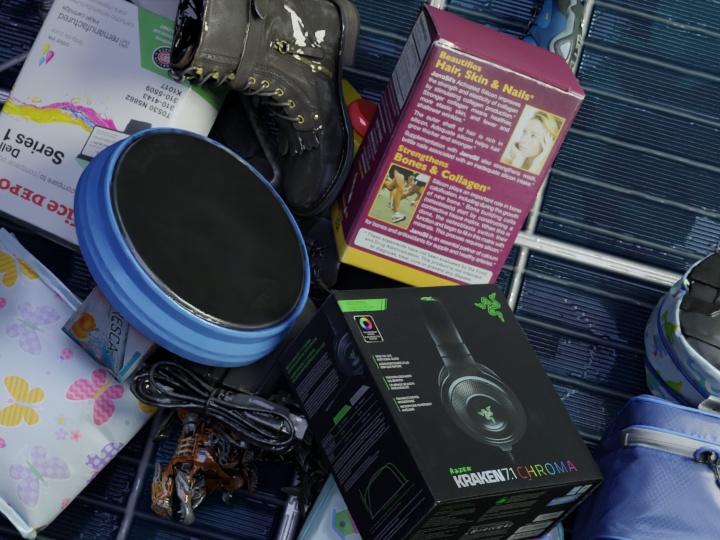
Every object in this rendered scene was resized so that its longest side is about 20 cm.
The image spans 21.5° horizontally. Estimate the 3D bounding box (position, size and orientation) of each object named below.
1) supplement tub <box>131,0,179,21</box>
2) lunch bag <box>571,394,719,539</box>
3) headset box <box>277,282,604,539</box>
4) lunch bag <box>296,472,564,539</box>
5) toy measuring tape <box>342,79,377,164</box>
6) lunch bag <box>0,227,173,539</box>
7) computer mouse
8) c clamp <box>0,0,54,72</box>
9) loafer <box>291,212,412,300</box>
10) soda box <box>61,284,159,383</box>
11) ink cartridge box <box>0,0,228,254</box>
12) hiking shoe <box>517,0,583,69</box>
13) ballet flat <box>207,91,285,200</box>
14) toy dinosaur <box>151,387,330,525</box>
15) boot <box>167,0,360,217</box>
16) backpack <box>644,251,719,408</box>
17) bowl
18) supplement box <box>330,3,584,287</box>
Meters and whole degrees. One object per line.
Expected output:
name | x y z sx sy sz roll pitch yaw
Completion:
supplement tub | -0.104 -0.302 1.591 0.145 0.145 0.200 23 63 4
lunch bag | 0.247 0.167 1.459 0.136 0.200 0.132 15 73 -1
headset box | 0.057 0.106 1.430 0.174 0.093 0.200 -1 53 -39
lunch bag | 0.056 0.223 1.501 0.200 0.077 0.160 26 71 3
toy measuring tape | -0.034 -0.139 1.594 0.074 0.074 0.200 -38 82 -11
lunch bag | -0.274 0.087 1.501 0.200 0.127 0.170 43 78 -2
computer mouse | -0.084 0.055 1.487 0.138 0.053 0.200 20 33 5
c clamp | -0.248 -0.270 1.579 0.171 0.200 0.027 -29 48 -28
loafer | 0.000 0.000 1.565 0.200 0.063 0.072 27 75 5
soda box | -0.152 0.009 1.489 0.064 0.200 0.068 43 120 1
ink cartridge box | -0.211 -0.116 1.551 0.145 0.084 0.200 24 86 14
hiking shoe | 0.133 -0.164 1.609 0.087 0.074 0.200 18 75 2
ballet flat | -0.121 -0.140 1.601 0.066 0.057 0.200 -38 79 -12
toy dinosaur | -0.087 0.121 1.517 0.136 0.102 0.200 23 78 18
boot | -0.084 -0.148 1.495 0.069 0.174 0.200 3 88 43
backpack | 0.326 0.075 1.523 0.200 0.154 0.163 35 62 -10
bowl | -0.123 -0.023 1.436 0.201 0.039 0.201 27 42 -27
supplement box | 0.072 -0.091 1.511 0.131 0.103 0.200 20 112 -14
